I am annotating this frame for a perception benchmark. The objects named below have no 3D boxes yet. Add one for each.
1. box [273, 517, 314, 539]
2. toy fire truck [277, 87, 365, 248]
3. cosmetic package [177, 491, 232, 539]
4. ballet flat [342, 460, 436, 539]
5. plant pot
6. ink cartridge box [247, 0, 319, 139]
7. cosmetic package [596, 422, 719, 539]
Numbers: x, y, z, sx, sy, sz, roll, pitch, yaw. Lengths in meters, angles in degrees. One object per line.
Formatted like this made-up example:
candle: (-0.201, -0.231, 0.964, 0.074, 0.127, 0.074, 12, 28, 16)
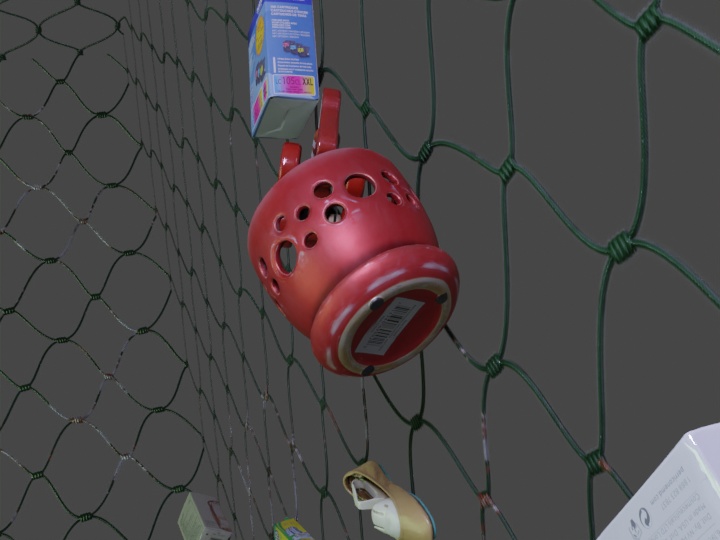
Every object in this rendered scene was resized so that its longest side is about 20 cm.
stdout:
box: (-0.114, 0.537, 1.707, 0.200, 0.048, 0.120, -174, 77, -71)
toy fire truck: (-0.051, -0.120, 1.241, 0.169, 0.110, 0.202, -86, 4, -52)
cosmetic package: (-0.425, 0.700, 2.528, 0.105, 0.086, 0.200, -67, 27, 7)
ballet flat: (0.032, 0.313, 1.220, 0.200, 0.062, 0.070, -156, 59, -66)
plant pot: (0.000, 0.000, 1.007, 0.183, 0.198, 0.202, 55, 148, 34)
ink cartridge box: (-0.113, -0.307, 1.323, 0.136, 0.075, 0.204, 136, 134, -66)
cosmetic package: (0.242, 0.167, 0.402, 0.124, 0.196, 0.202, 106, 149, -47)
